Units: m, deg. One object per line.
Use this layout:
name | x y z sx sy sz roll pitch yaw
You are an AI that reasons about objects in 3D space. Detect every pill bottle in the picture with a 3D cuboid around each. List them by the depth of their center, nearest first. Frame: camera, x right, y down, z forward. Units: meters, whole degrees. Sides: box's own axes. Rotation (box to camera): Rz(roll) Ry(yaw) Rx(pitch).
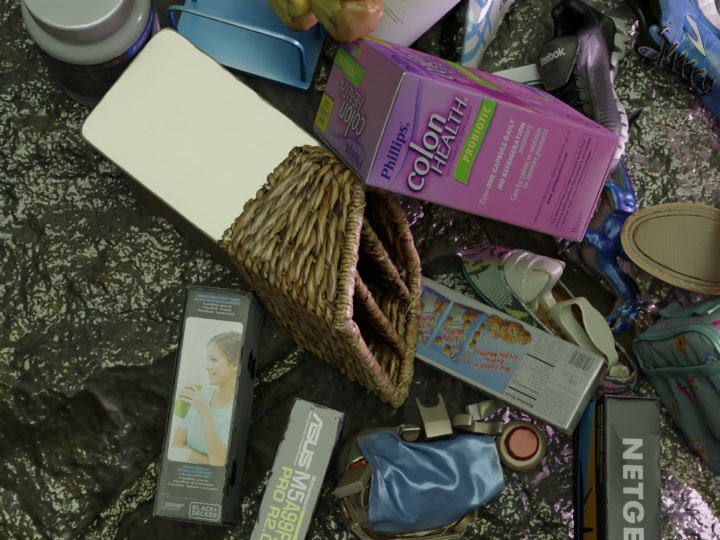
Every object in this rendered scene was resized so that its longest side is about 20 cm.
pill bottle | -0.238 -0.224 1.316 0.114 0.200 0.114 0 80 -1

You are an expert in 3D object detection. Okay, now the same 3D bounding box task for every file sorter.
file sorter | -0.085 -0.293 1.373 0.139 0.123 0.200 17 79 1

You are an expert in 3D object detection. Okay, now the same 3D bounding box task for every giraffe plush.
giraffe plush | -0.019 -0.312 1.260 0.162 0.173 0.200 -38 55 -24

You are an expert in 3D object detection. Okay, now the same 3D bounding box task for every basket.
basket | 0.000 0.000 1.264 0.149 0.200 0.143 32 76 30

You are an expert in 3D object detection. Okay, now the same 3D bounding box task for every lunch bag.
lunch bag | 0.316 0.098 1.270 0.077 0.200 0.161 -35 90 -12

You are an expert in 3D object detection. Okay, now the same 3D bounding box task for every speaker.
speaker | 0.066 -0.276 1.343 0.200 0.081 0.081 -41 82 18

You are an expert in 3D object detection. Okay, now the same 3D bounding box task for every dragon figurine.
dragon figurine | 0.247 -0.041 1.364 0.099 0.059 0.200 23 84 1

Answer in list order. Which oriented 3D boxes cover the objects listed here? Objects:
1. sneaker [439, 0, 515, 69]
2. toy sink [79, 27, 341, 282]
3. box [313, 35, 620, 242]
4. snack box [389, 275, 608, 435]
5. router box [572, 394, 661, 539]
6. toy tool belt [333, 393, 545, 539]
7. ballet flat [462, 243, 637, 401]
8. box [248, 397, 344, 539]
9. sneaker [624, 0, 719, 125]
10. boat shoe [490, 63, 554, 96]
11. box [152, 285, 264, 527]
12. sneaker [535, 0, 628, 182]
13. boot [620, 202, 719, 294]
sneaker | 0.126 -0.262 1.401 0.072 0.072 0.200 19 84 -13
toy sink | -0.137 -0.101 1.341 0.200 0.112 0.130 37 81 0
box | 0.084 -0.116 1.249 0.200 0.176 0.097 13 106 -20
snack box | 0.116 0.072 1.318 0.200 0.024 0.072 25 79 28
router box | 0.219 0.213 1.271 0.051 0.149 0.200 2 79 -2
toy tool belt | 0.073 0.171 1.288 0.200 0.123 0.125 -14 80 -4
ballet flat | 0.178 0.035 1.335 0.069 0.071 0.200 -35 76 -33
box | -0.058 0.197 1.241 0.044 0.200 0.160 18 79 2
sneaker | 0.303 -0.203 1.383 0.089 0.079 0.200 -22 72 -20
boat shoe | 0.092 -0.134 1.377 0.200 0.072 0.068 -16 79 -12
box | -0.131 0.122 1.298 0.060 0.117 0.200 7 80 3
sneaker | 0.196 -0.168 1.349 0.090 0.066 0.200 30 53 -33
boot | 0.313 -0.016 1.312 0.200 0.155 0.077 1 89 -5
